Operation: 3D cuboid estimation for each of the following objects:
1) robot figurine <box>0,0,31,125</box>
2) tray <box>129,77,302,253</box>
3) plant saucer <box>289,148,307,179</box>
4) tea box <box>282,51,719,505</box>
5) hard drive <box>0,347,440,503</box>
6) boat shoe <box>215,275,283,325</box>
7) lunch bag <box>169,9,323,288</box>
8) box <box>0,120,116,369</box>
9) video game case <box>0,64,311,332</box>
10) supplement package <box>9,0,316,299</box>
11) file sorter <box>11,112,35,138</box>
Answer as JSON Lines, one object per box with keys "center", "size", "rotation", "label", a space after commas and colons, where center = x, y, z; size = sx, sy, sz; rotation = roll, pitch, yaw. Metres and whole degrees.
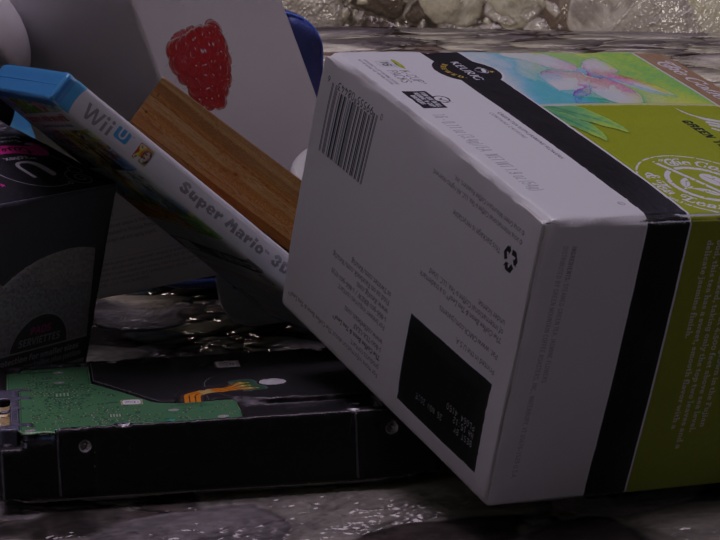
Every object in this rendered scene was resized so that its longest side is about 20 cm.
{"center": [-0.263, -0.081, 1.311], "size": [0.150, 0.201, 0.125], "rotation": [9, -26, 37], "label": "robot figurine"}
{"center": [-0.032, -0.017, 1.226], "size": [0.200, 0.037, 0.099], "rotation": [36, -7, -1], "label": "tray"}
{"center": [0.062, -0.036, 1.288], "size": [0.199, 0.051, 0.200], "rotation": [-2, 18, 1], "label": "plant saucer"}
{"center": [0.101, -0.005, 1.080], "size": [0.196, 0.134, 0.200], "rotation": [-2, 26, -30], "label": "tea box"}
{"center": [-0.071, 0.070, 1.125], "size": [0.199, 0.038, 0.140], "rotation": [-3, 10, -9], "label": "hard drive"}
{"center": [0.000, 0.000, 1.399], "size": [0.071, 0.073, 0.199], "rotation": [-17, 16, -41], "label": "boat shoe"}
{"center": [-0.099, -0.090, 1.556], "size": [0.135, 0.202, 0.132], "rotation": [-4, 10, -28], "label": "lunch bag"}
{"center": [-0.235, 0.010, 1.182], "size": [0.114, 0.133, 0.199], "rotation": [28, 26, 36], "label": "box"}
{"center": [-0.091, -0.033, 1.200], "size": [0.200, 0.018, 0.143], "rotation": [39, -7, -20], "label": "video game case"}
{"center": [-0.112, -0.103, 1.389], "size": [0.119, 0.201, 0.121], "rotation": [-11, 14, 43], "label": "supplement package"}
{"center": [-0.267, -0.036, 1.470], "size": [0.198, 0.140, 0.123], "rotation": [-2, 13, -2], "label": "file sorter"}
